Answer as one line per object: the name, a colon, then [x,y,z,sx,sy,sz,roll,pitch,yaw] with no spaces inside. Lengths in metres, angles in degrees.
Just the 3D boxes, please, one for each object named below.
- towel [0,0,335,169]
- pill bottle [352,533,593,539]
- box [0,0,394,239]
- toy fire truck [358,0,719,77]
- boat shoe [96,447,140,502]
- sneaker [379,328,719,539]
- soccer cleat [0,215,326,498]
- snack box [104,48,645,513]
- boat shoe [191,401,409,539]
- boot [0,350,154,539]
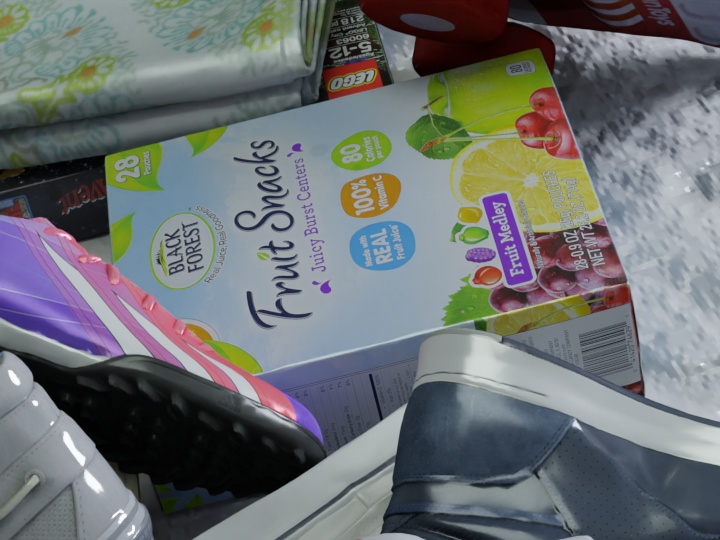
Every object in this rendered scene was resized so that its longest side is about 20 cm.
towel: [-0.104,-0.122,1.029,0.199,0.048,0.172,-9,39,15]
pill bottle: [-0.022,0.136,0.621,0.199,0.109,0.109,-12,38,-1]
box: [-0.086,-0.083,1.057,0.199,0.038,0.137,-14,38,-1]
toy fire truck: [0.099,-0.144,0.961,0.167,0.200,0.113,7,80,20]
boat shoe: [-0.144,0.051,0.849,0.065,0.072,0.200,13,37,-42]
sneaker: [0.095,0.119,0.727,0.201,0.077,0.147,17,65,4]
soccer cleat: [-0.100,0.020,0.799,0.199,0.068,0.073,21,54,0]
snack box: [0.000,0.000,0.904,0.199,0.068,0.169,-15,39,1]
boat shoe: [0.002,0.101,0.781,0.199,0.072,0.066,-27,68,-33]
boot: [-0.176,0.105,0.762,0.199,0.096,0.074,-32,14,7]
